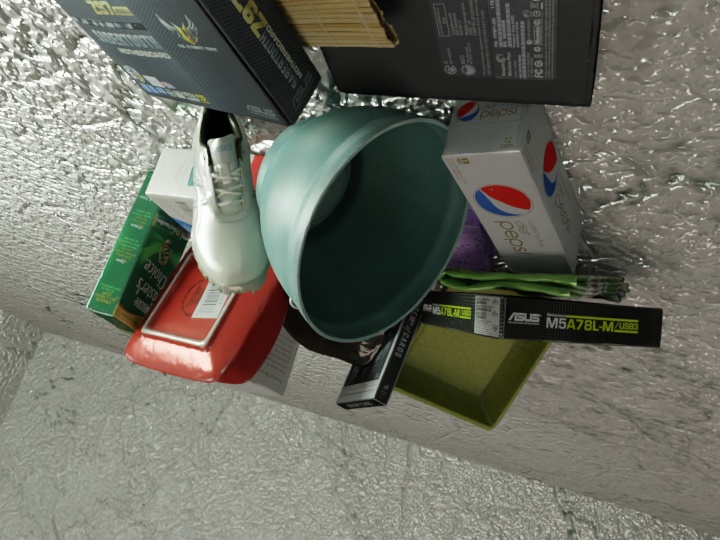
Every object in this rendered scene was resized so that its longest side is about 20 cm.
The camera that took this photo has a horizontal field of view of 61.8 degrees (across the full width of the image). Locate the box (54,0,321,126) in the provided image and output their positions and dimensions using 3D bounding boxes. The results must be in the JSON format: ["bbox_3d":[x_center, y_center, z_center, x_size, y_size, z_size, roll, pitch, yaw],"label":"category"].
[{"bbox_3d":[-0.142,-0.187,0.436,0.196,0.052,0.158,20,162,34],"label":"box"}]

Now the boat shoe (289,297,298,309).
[{"bbox_3d":[0.000,0.000,0.677,0.197,0.068,0.073,-25,125,36],"label":"boat shoe"}]

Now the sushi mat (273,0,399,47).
[{"bbox_3d":[-0.067,-0.188,0.408,0.197,0.012,0.096,19,161,42],"label":"sushi mat"}]

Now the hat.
[{"bbox_3d":[-0.032,0.025,0.816,0.197,0.081,0.205,21,128,28],"label":"hat"}]

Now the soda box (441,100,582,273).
[{"bbox_3d":[0.141,-0.071,0.530,0.067,0.065,0.200,3,156,33],"label":"soda box"}]

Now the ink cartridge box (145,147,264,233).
[{"bbox_3d":[-0.145,-0.083,0.733,0.195,0.069,0.117,9,159,23],"label":"ink cartridge box"}]

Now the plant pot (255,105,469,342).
[{"bbox_3d":[-0.014,-0.059,0.545,0.133,0.202,0.200,36,174,37],"label":"plant pot"}]

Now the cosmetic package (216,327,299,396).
[{"bbox_3d":[-0.201,0.076,0.991,0.163,0.205,0.167,-1,152,42],"label":"cosmetic package"}]

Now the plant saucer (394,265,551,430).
[{"bbox_3d":[0.153,0.096,0.818,0.197,0.203,0.048,26,-167,-23],"label":"plant saucer"}]

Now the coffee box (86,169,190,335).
[{"bbox_3d":[-0.292,-0.018,0.829,0.043,0.205,0.124,15,160,8],"label":"coffee box"}]

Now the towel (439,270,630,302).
[{"bbox_3d":[0.191,0.018,0.648,0.146,0.032,0.198,1,179,37],"label":"towel"}]

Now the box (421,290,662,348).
[{"bbox_3d":[0.190,0.052,0.674,0.187,0.049,0.199,2,179,-16],"label":"box"}]

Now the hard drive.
[{"bbox_3d":[0.056,-0.169,0.398,0.195,0.034,0.140,10,158,21],"label":"hard drive"}]

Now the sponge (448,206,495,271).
[{"bbox_3d":[0.056,-0.047,0.711,0.195,0.031,0.112,10,158,22],"label":"sponge"}]

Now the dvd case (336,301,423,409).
[{"bbox_3d":[0.037,0.090,0.823,0.024,0.204,0.150,28,158,-12],"label":"dvd case"}]

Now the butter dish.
[{"bbox_3d":[-0.177,0.074,0.808,0.195,0.203,0.149,5,145,35],"label":"butter dish"}]

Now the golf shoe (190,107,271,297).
[{"bbox_3d":[-0.132,-0.077,0.574,0.076,0.204,0.098,-11,152,-12],"label":"golf shoe"}]
